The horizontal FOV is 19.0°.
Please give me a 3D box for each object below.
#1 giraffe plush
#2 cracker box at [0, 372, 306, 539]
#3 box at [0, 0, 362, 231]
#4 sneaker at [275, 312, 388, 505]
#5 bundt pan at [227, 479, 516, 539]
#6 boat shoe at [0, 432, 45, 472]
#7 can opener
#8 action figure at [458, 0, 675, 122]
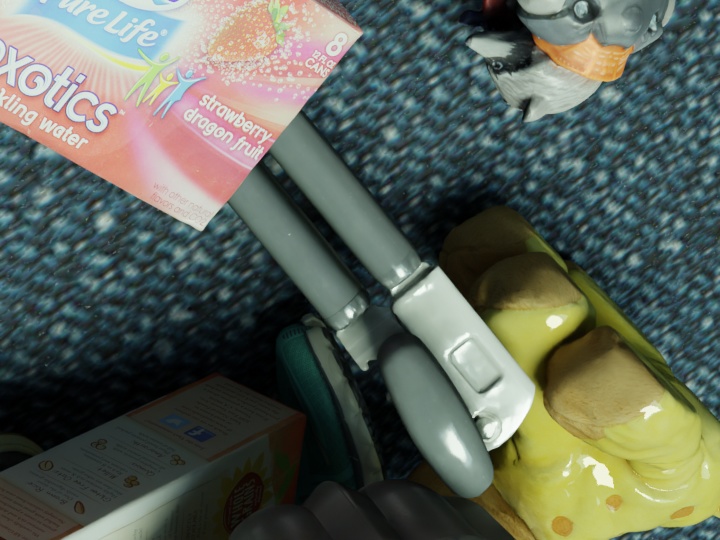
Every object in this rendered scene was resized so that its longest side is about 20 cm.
[{"bbox_3d":[0.079,0.097,0.989,0.162,0.173,0.200,-45,120,8],"label":"giraffe plush"},{"bbox_3d":[-0.109,0.138,0.900,0.200,0.057,0.135,-24,129,-52],"label":"cracker box"},{"bbox_3d":[-0.109,-0.111,0.754,0.103,0.095,0.200,-49,135,11],"label":"box"},{"bbox_3d":[-0.032,0.110,1.003,0.079,0.078,0.201,-8,129,-16],"label":"sneaker"},{"bbox_3d":[-0.010,0.168,0.889,0.200,0.076,0.203,-15,128,-19],"label":"bundt pan"},{"bbox_3d":[-0.147,0.159,0.972,0.073,0.065,0.201,-22,134,-15],"label":"boat shoe"},{"bbox_3d":[0.000,0.000,0.874,0.053,0.066,0.200,-38,97,4],"label":"can opener"},{"bbox_3d":[0.076,-0.150,0.839,0.199,0.105,0.195,-5,118,-32],"label":"action figure"}]
